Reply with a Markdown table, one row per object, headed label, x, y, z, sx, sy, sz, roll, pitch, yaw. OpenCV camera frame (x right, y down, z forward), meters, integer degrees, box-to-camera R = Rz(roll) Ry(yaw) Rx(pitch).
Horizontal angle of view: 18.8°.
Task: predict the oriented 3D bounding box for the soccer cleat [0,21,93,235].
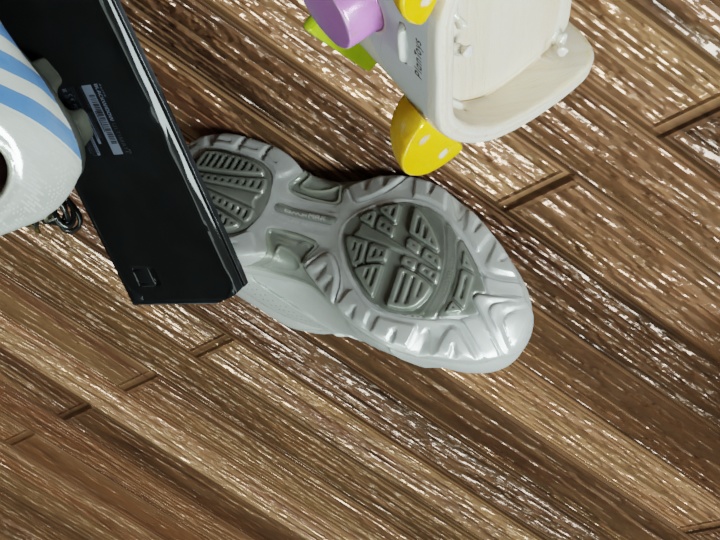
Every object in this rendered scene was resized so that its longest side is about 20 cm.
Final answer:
| label | x | y | z | sx | sy | sz | roll | pitch | yaw |
| --- | --- | --- | --- | --- | --- | --- | --- | --- | --- |
| soccer cleat | -0.194 | -0.102 | 0.924 | 0.070 | 0.086 | 0.201 | -25 | 105 | 47 |

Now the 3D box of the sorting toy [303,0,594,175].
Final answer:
| label | x | y | z | sx | sy | sz | roll | pitch | yaw |
| --- | --- | --- | --- | --- | --- | --- | --- | --- | --- |
| sorting toy | -0.011 | -0.142 | 0.735 | 0.180 | 0.107 | 0.200 | 40 | 161 | 19 |

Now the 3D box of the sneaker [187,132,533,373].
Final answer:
| label | x | y | z | sx | sy | sz | roll | pitch | yaw |
| --- | --- | --- | --- | --- | --- | --- | --- | --- | --- |
| sneaker | 0.000 | 0.000 | 1.023 | 0.199 | 0.078 | 0.099 | 25 | 165 | 27 |

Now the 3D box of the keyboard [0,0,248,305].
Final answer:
| label | x | y | z | sx | sy | sz | roll | pitch | yaw |
| --- | --- | --- | --- | --- | --- | --- | --- | --- | --- |
| keyboard | -0.128 | -0.070 | 0.978 | 0.126 | 0.021 | 0.201 | -1 | 121 | 40 |
